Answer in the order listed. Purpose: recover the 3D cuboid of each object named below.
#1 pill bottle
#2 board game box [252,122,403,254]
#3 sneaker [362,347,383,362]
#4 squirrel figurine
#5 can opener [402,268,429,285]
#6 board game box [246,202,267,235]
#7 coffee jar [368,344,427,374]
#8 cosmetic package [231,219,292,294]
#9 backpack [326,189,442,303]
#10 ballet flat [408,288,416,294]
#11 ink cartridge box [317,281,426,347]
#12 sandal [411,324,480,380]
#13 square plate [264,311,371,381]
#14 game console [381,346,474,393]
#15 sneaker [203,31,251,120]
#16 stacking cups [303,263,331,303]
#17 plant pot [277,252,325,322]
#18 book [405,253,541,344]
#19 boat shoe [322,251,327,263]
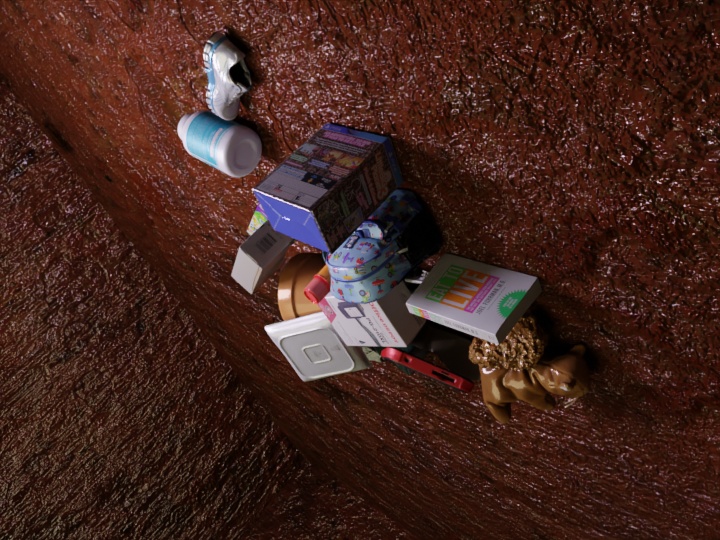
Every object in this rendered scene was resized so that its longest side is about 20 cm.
[{"bbox_3d":[-0.322,-0.291,1.361,0.199,0.111,0.111,29,151,31],"label":"pill bottle"},{"bbox_3d":[-0.054,-0.148,1.052,0.159,0.200,0.097,24,150,39],"label":"board game box"},{"bbox_3d":[0.034,0.222,1.661,0.081,0.075,0.200,36,156,-4],"label":"sneaker"},{"bbox_3d":[0.300,0.167,1.075,0.200,0.142,0.186,51,149,-20],"label":"squirrel figurine"},{"bbox_3d":[0.098,0.024,1.246,0.199,0.052,0.067,12,106,54],"label":"can opener"},{"bbox_3d":[-0.182,-0.120,1.416,0.103,0.105,0.200,45,155,-1],"label":"board game box"},{"bbox_3d":[0.064,0.167,1.500,0.199,0.085,0.105,30,159,29],"label":"coffee jar"},{"bbox_3d":[-0.227,-0.029,1.378,0.073,0.104,0.200,42,157,1],"label":"cosmetic package"},{"bbox_3d":[0.018,-0.039,1.111,0.182,0.200,0.135,13,142,50],"label":"backpack"},{"bbox_3d":[0.090,0.076,1.339,0.073,0.073,0.199,50,149,-12],"label":"ballet flat"},{"bbox_3d":[0.018,0.082,1.284,0.199,0.084,0.145,-7,124,49],"label":"ink cartridge box"},{"bbox_3d":[0.199,0.174,1.346,0.211,0.078,0.069,27,-177,32],"label":"sandal"},{"bbox_3d":[-0.101,0.187,1.436,0.196,0.029,0.201,-15,125,23],"label":"square plate"},{"bbox_3d":[0.141,0.215,1.324,0.198,0.031,0.177,24,173,2],"label":"game console"},{"bbox_3d":[-0.253,-0.361,1.193,0.086,0.075,0.200,33,154,12],"label":"sneaker"},{"bbox_3d":[-0.041,-0.016,1.239,0.060,0.200,0.061,37,157,19],"label":"stacking cups"},{"bbox_3d":[-0.080,0.055,1.452,0.139,0.201,0.201,-1,132,34],"label":"plant pot"},{"bbox_3d":[0.192,0.048,1.053,0.199,0.134,0.048,16,144,46],"label":"book"},{"bbox_3d":[0.000,0.000,1.373,0.200,0.085,0.068,39,153,-30],"label":"boat shoe"}]
